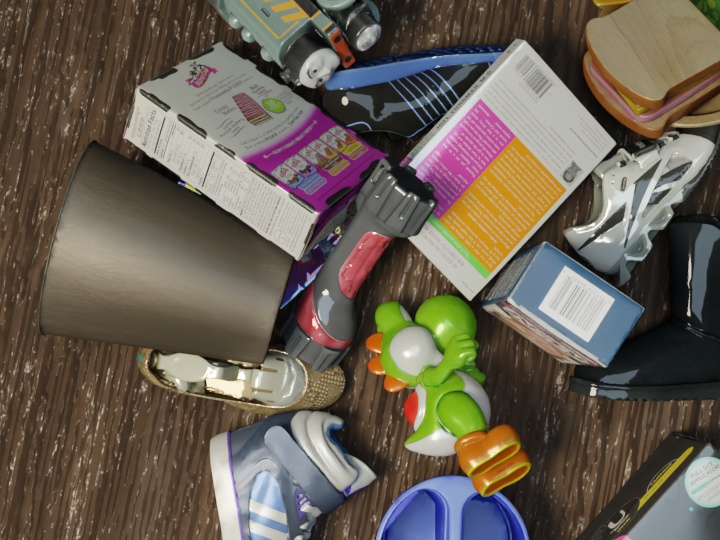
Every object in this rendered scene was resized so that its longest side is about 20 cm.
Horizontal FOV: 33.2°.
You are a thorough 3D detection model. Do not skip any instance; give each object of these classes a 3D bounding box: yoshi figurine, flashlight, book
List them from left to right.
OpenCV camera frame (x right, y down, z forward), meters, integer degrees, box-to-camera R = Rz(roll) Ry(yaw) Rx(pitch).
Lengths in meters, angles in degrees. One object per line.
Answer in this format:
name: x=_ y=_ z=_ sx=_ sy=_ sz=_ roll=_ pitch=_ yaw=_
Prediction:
flashlight: x=0.000 y=0.000 z=1.084 sx=0.067 sy=0.068 sz=0.201 roll=17 pitch=123 yaw=-31
yoshi figurine: x=0.090 y=0.094 z=1.092 sx=0.201 sy=0.111 sz=0.113 roll=55 pitch=129 yaw=33
book: x=0.121 y=-0.093 z=1.113 sx=0.200 sy=0.048 sz=0.134 roll=-45 pitch=107 yaw=2

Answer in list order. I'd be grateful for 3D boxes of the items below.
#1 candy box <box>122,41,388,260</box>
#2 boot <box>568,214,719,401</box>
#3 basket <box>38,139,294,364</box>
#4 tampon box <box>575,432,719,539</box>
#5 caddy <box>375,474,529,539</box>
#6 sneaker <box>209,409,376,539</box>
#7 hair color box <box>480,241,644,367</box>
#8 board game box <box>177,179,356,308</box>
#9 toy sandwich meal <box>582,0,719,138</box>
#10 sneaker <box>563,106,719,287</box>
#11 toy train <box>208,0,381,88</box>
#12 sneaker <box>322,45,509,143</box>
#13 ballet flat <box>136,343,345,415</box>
candy box: x=-0.092 y=-0.111 z=1.083 sx=0.199 sy=0.136 sz=0.061 roll=36 pitch=128 yaw=10
boot: x=0.288 y=0.034 z=1.118 sx=0.197 sy=0.076 sz=0.171 roll=-1 pitch=91 yaw=-7
basket: x=-0.164 y=0.000 z=1.071 sx=0.198 sy=0.136 sz=0.182 roll=16 pitch=107 yaw=-3
tampon box: x=0.319 y=0.270 z=1.084 sx=0.200 sy=0.126 sz=0.150 roll=42 pitch=88 yaw=2
caddy: x=0.080 y=0.285 z=1.094 sx=0.139 sy=0.105 sz=0.203 roll=2 pitch=87 yaw=-1
sneaker: x=-0.051 y=0.230 z=1.110 sx=0.145 sy=0.081 sz=0.203 roll=-13 pitch=84 yaw=2
hair color box: x=0.170 y=0.033 z=1.058 sx=0.099 sy=0.200 sz=0.061 roll=34 pitch=88 yaw=2
board game box: x=-0.103 y=-0.045 z=1.141 sx=0.200 sy=0.039 sz=0.158 roll=-40 pitch=88 yaw=-2
toy sandwich meal: x=0.297 y=-0.219 z=1.104 sx=0.202 sy=0.070 sz=0.208 roll=-6 pitch=66 yaw=14
sneaker: x=0.264 y=-0.092 z=1.127 sx=0.088 sy=0.074 sz=0.201 roll=35 pitch=88 yaw=0
toy train: x=-0.068 y=-0.252 z=1.110 sx=0.114 sy=0.085 sz=0.200 roll=-41 pitch=65 yaw=-1
sneaker: x=0.062 y=-0.164 z=1.140 sx=0.197 sy=0.070 sz=0.079 roll=-9 pitch=108 yaw=-4
ballet flat: x=-0.113 y=0.099 z=1.124 sx=0.197 sy=0.065 sz=0.072 roll=5 pitch=90 yaw=0
